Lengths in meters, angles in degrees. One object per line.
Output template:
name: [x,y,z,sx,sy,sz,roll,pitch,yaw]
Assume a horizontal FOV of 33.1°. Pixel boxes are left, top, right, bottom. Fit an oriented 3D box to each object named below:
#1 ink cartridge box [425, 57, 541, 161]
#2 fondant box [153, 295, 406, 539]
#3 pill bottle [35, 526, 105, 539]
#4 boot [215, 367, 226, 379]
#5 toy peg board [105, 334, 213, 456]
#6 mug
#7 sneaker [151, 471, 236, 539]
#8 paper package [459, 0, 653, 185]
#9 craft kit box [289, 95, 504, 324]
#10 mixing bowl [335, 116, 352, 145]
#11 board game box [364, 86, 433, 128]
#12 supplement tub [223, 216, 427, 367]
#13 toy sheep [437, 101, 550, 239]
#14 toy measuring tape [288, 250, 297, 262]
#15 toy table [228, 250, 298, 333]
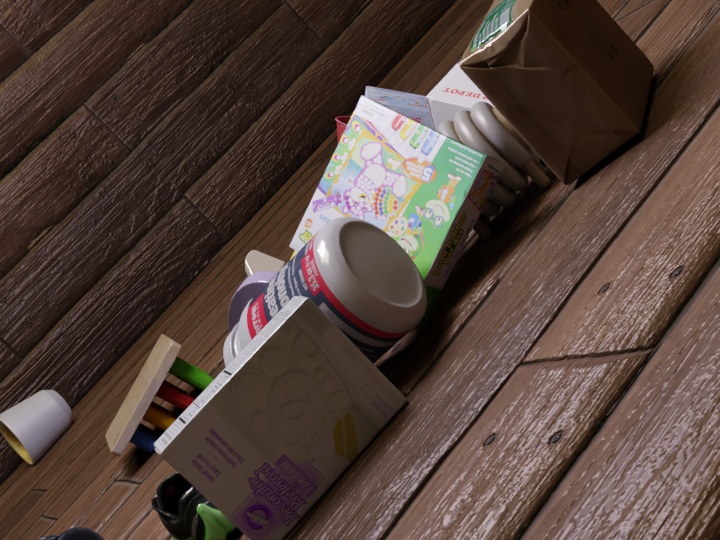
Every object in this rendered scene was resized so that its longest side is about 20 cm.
ink cartridge box: [0.198,-0.231,1.526,0.145,0.084,0.200,17,52,34]
fondant box: [-0.075,0.145,1.153,0.200,0.144,0.058,-46,13,-10]
pill bottle: [-0.388,0.392,1.474,0.200,0.112,0.112,-37,13,32]
boot: [-0.112,0.140,1.434,0.074,0.096,0.200,-51,12,-30]
toy peg board: [-0.328,0.221,2.011,0.200,0.098,0.200,-62,13,-7]
mug: [-0.810,0.378,3.023,0.153,0.150,0.186,-41,15,-26]
sneaker: [-0.186,0.251,1.323,0.077,0.084,0.200,-48,11,-22]
paper package: [0.219,-0.224,1.325,0.103,0.191,0.200,-37,14,34]
craft kit box: [0.036,-0.071,1.357,0.200,0.048,0.198,31,100,38]
mixing bowl: [0.051,-0.156,1.787,0.200,0.199,0.109,-98,18,-77]
board game box: [0.103,-0.229,1.805,0.200,0.199,0.041,-88,8,-75]
supplement tub: [-0.039,0.053,1.275,0.200,0.140,0.140,-44,9,31]
toy sheep: [0.133,-0.118,1.403,0.200,0.138,0.138,-42,11,13]
toy measuring tape: [-0.089,0.003,2.003,0.201,0.073,0.074,-63,12,-3]
toy table: [-0.080,0.046,1.506,0.117,0.183,0.200,-58,-6,-39]
